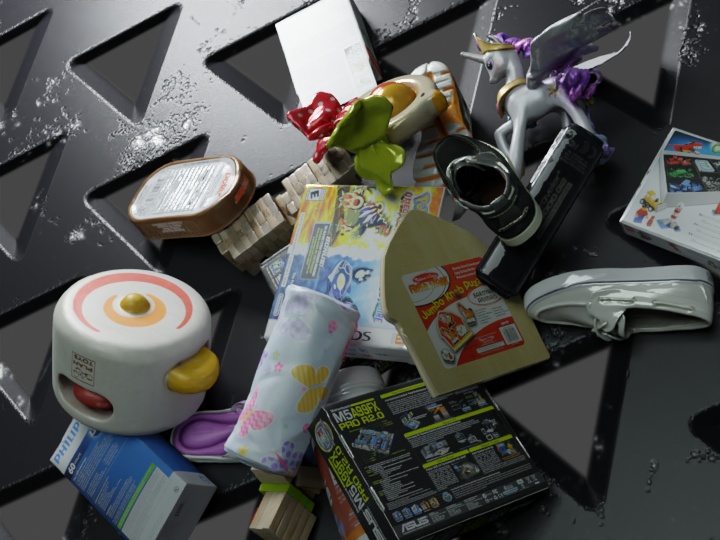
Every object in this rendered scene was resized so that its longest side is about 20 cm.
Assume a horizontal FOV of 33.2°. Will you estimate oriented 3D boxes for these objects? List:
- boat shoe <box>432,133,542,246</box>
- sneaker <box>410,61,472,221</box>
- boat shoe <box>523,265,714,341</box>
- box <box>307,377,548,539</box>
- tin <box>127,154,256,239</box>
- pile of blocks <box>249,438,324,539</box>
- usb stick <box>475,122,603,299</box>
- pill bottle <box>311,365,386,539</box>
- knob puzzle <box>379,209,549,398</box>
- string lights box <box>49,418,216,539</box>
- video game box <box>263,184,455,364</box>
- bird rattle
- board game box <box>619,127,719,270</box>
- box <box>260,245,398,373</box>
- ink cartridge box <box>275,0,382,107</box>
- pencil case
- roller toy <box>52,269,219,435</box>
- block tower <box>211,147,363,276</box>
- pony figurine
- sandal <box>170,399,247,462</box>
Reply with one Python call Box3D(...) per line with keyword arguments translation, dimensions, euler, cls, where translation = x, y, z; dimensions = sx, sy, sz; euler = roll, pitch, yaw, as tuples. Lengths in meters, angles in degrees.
Box3D(translation=(0.126, -0.103, 1.305), dimensions=(0.072, 0.067, 0.200), euler=(-49, 35, 11), cls="boat shoe")
Box3D(translation=(0.106, -0.149, 1.440), dimensions=(0.078, 0.077, 0.201), euler=(-12, 67, 21), cls="sneaker")
Box3D(translation=(0.270, 0.042, 1.267), dimensions=(0.199, 0.072, 0.066), euler=(-4, 58, 15), cls="boat shoe")
Box3D(translation=(0.069, 0.188, 1.209), dimensions=(0.161, 0.199, 0.044), euler=(57, 139, 26), cls="box")
Box3D(translation=(-0.221, -0.094, 1.556), dimensions=(0.199, 0.042, 0.112), euler=(-3, 55, 39), cls="tin")
Box3D(translation=(-0.085, 0.210, 1.343), dimensions=(0.062, 0.082, 0.201), euler=(-6, 72, 42), cls="pile of blocks")
Box3D(translation=(0.193, -0.064, 1.297), dimensions=(0.055, 0.033, 0.201), euler=(32, 86, -6), cls="usb stick")
Box3D(translation=(0.013, 0.207, 1.275), dimensions=(0.112, 0.112, 0.201), euler=(-28, 56, 10), cls="pill bottle")
Box3D(translation=(0.092, 0.029, 1.282), dimensions=(0.030, 0.219, 0.221), euler=(-41, 45, 47), cls="knob puzzle")
Box3D(translation=(-0.269, 0.237, 1.412), dimensions=(0.200, 0.059, 0.103), euler=(35, 98, 35), cls="string lights box")
Box3D(translation=(0.000, 0.000, 1.357), dimensions=(0.181, 0.047, 0.201), euler=(4, 66, 24), cls="video game box")
Box3D(translation=(0.018, -0.169, 1.400), dimensions=(0.163, 0.113, 0.200), euler=(-31, 21, -7), cls="bird rattle")
Box3D(translation=(0.393, -0.064, 1.280), dimensions=(0.199, 0.035, 0.127), euler=(26, 78, 33), cls="board game box")
Box3D(translation=(-0.010, 0.029, 1.409), dimensions=(0.160, 0.044, 0.201), euler=(-34, 56, 7), cls="box")
Box3D(translation=(-0.034, -0.264, 1.579), dimensions=(0.108, 0.050, 0.201), euler=(-25, 58, 12), cls="ink cartridge box")
Box3D(translation=(-0.073, 0.115, 1.266), dimensions=(0.091, 0.083, 0.201), euler=(9, 76, 55), cls="pencil case")
Box3D(translation=(-0.266, 0.089, 1.407), dimensions=(0.181, 0.140, 0.200), euler=(-1, 33, -17), cls="roller toy")
Box3D(translation=(-0.085, -0.075, 1.502), dimensions=(0.200, 0.058, 0.054), euler=(-38, 55, 6), cls="block tower")
Box3D(translation=(0.220, -0.205, 1.380), dimensions=(0.192, 0.166, 0.201), euler=(-16, 76, 21), cls="pony figurine")
Box3D(translation=(-0.135, 0.182, 1.396), dimensions=(0.201, 0.050, 0.083), euler=(-17, 59, 17), cls="sandal")
